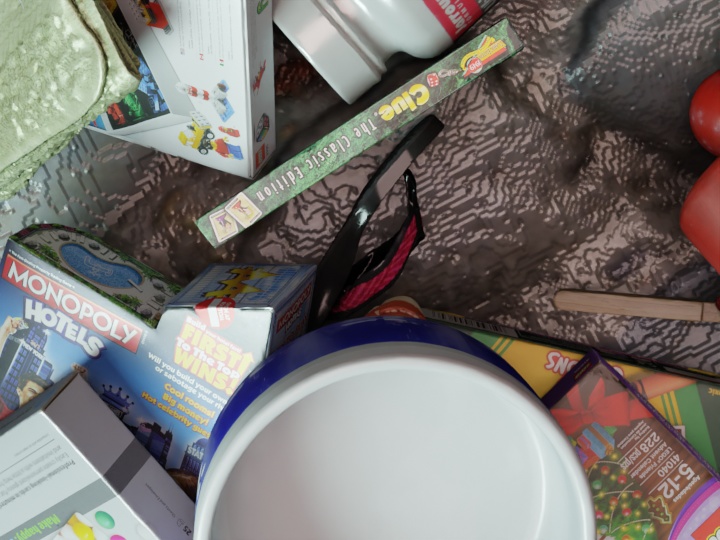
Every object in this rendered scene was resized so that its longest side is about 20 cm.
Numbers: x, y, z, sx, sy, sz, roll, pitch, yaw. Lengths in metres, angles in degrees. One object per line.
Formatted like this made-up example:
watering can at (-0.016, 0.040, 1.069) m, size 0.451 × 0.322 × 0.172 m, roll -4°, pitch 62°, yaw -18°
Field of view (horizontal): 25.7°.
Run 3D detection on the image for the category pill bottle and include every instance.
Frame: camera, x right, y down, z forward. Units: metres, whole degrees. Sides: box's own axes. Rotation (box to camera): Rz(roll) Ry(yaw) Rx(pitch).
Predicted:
pill bottle at (0.040, -0.190, 0.876) m, size 0.200 × 0.111 × 0.111 m, roll -43°, pitch 92°, yaw 5°

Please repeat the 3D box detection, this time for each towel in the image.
towel at (-0.203, -0.127, 0.868) m, size 0.036 × 0.200 × 0.149 m, roll -32°, pitch 93°, yaw -40°

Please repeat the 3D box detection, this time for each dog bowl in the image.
dog bowl at (0.015, 0.127, 0.804) m, size 0.199 × 0.079 × 0.201 m, roll -1°, pitch 104°, yaw -6°

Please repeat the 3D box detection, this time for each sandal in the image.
sandal at (0.000, 0.000, 0.915) m, size 0.045 × 0.075 × 0.201 m, roll 31°, pitch 103°, yaw 1°

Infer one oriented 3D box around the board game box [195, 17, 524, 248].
board game box at (0.000, -0.078, 0.890) m, size 0.199 × 0.105 × 0.024 m, roll -33°, pitch 92°, yaw 5°

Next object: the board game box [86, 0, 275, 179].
board game box at (-0.110, -0.150, 0.849) m, size 0.126 × 0.035 × 0.201 m, roll 18°, pitch 136°, yaw 16°

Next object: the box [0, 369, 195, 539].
box at (-0.144, 0.167, 0.895) m, size 0.156 × 0.041 × 0.200 m, roll -30°, pitch 105°, yaw 41°

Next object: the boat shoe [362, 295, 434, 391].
boat shoe at (-0.011, 0.108, 0.885) m, size 0.071 × 0.063 × 0.201 m, roll 21°, pitch 109°, yaw -8°

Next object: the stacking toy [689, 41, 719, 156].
stacking toy at (0.248, -0.155, 0.891) m, size 0.085 × 0.085 × 0.201 m, roll 23°, pitch 100°, yaw 0°

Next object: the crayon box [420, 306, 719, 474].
crayon box at (0.109, 0.129, 0.926) m, size 0.199 × 0.058 × 0.174 m, roll 12°, pitch 95°, yaw 1°

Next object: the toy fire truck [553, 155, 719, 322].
toy fire truck at (0.206, -0.013, 0.864) m, size 0.200 × 0.176 × 0.129 m, roll -43°, pitch 65°, yaw 10°

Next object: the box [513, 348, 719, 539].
box at (0.108, 0.162, 0.881) m, size 0.137 × 0.039 × 0.200 m, roll 44°, pitch 97°, yaw -4°

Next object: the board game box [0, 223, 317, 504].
board game box at (-0.113, 0.058, 0.886) m, size 0.199 × 0.062 × 0.200 m, roll 31°, pitch 122°, yaw 7°
